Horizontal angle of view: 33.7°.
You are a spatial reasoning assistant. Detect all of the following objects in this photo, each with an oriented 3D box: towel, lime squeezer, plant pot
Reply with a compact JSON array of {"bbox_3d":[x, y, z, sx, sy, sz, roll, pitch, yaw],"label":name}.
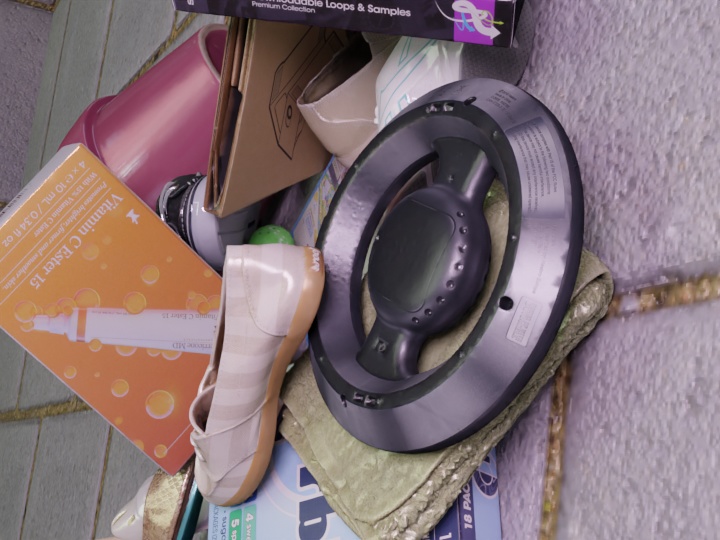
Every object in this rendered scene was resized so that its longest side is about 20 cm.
[{"bbox_3d":[0.038,0.047,0.651,0.200,0.036,0.148,-54,42,10],"label":"towel"},{"bbox_3d":[-0.061,0.001,0.921,0.071,0.038,0.200,54,168,1],"label":"lime squeezer"},{"bbox_3d":[-0.143,-0.111,1.061,0.179,0.199,0.201,-44,38,27],"label":"plant pot"}]

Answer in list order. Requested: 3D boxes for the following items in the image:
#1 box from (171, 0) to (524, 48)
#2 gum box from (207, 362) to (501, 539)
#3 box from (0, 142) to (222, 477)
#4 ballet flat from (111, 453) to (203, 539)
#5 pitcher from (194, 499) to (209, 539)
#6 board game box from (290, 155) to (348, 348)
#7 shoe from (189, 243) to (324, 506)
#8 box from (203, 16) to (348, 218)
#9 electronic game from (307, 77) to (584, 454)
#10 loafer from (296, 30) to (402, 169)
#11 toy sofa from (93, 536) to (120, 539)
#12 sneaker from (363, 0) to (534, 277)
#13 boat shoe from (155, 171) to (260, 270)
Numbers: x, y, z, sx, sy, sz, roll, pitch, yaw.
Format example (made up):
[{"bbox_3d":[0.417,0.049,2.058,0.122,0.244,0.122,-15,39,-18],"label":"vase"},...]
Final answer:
[{"bbox_3d":[0.003,-0.192,0.700,0.143,0.199,0.036,-69,-15,-45],"label":"box"},{"bbox_3d":[-0.010,0.133,0.713,0.199,0.044,0.171,-24,54,36],"label":"gum box"},{"bbox_3d":[-0.170,0.026,0.826,0.125,0.200,0.097,-49,18,-11],"label":"box"},{"bbox_3d":[-0.153,0.209,0.862,0.071,0.065,0.201,-46,-33,-82],"label":"ballet flat"},{"bbox_3d":[-0.126,0.122,0.990,0.172,0.120,0.201,132,132,-64],"label":"pitcher"},{"bbox_3d":[0.000,0.000,0.852,0.135,0.034,0.201,-58,30,38],"label":"board game box"},{"bbox_3d":[-0.073,0.062,0.689,0.070,0.053,0.201,-107,30,-48],"label":"shoe"},{"bbox_3d":[-0.045,-0.136,0.837,0.200,0.021,0.165,-35,-40,-63],"label":"box"},{"bbox_3d":[0.037,-0.004,0.620,0.200,0.041,0.201,-27,54,44],"label":"electronic game"},{"bbox_3d":[0.026,-0.163,0.798,0.201,0.068,0.076,-58,28,9],"label":"loafer"},{"bbox_3d":[-0.170,0.313,0.954,0.098,0.082,0.202,172,92,-70],"label":"toy sofa"},{"bbox_3d":[0.041,-0.085,0.745,0.080,0.070,0.201,26,97,47],"label":"sneaker"},{"bbox_3d":[-0.121,-0.038,0.898,0.200,0.070,0.073,74,-157,-89],"label":"boat shoe"}]
